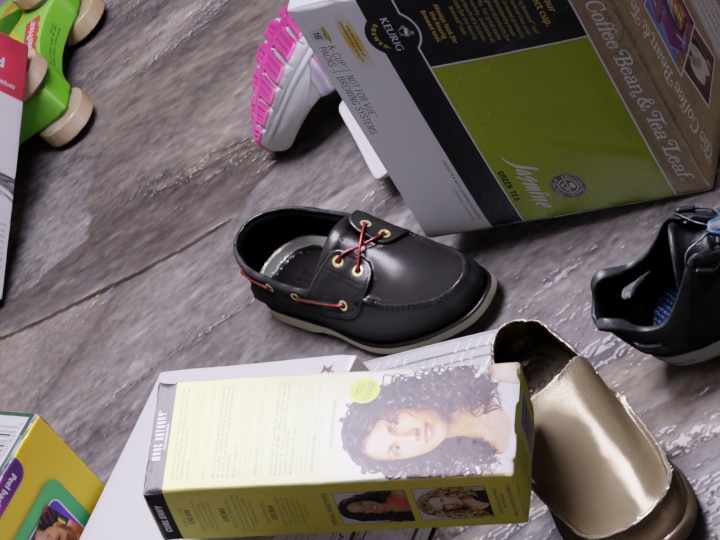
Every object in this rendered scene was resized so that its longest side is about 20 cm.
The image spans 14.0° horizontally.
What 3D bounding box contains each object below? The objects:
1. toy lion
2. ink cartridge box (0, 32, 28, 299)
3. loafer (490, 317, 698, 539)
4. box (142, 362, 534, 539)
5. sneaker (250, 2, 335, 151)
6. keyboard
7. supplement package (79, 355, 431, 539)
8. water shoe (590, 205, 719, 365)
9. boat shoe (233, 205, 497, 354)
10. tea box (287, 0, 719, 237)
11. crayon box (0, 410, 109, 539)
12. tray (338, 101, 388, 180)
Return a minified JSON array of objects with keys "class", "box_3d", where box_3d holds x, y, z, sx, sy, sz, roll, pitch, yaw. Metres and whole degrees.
[{"class":"toy lion","box_3d":[-0.289,-0.124,2.239,0.191,0.069,0.201,-33,33,26]},{"class":"ink cartridge box","box_3d":[-0.326,-0.071,2.121,0.146,0.083,0.201,-11,67,37]},{"class":"loafer","box_3d":[0.114,0.093,1.575,0.076,0.067,0.200,-40,33,1]},{"class":"box","box_3d":[-0.011,0.095,1.541,0.199,0.050,0.076,-5,52,12]},{"class":"sneaker","box_3d":[-0.004,-0.159,1.971,0.200,0.088,0.081,-57,21,17]},{"class":"keyboard","box_3d":[0.013,0.070,1.719,0.200,0.011,0.056,-16,41,50]},{"class":"supplement package","box_3d":[-0.066,0.162,1.638,0.155,0.111,0.201,-6,46,40]},{"class":"water shoe","box_3d":[0.202,-0.006,1.546,0.200,0.079,0.072,-39,49,41]},{"class":"boat shoe","box_3d":[-0.001,0.002,1.801,0.201,0.063,0.074,9,55,47]},{"class":"tea box","box_3d":[0.095,-0.144,1.727,0.196,0.200,0.134,-8,45,28]},{"class":"crayon box","box_3d":[-0.197,0.210,1.656,0.058,0.173,0.201,2,52,41]},{"class":"tray","box_3d":[0.081,-0.137,1.911,0.200,0.022,0.108,-37,35,7]}]
